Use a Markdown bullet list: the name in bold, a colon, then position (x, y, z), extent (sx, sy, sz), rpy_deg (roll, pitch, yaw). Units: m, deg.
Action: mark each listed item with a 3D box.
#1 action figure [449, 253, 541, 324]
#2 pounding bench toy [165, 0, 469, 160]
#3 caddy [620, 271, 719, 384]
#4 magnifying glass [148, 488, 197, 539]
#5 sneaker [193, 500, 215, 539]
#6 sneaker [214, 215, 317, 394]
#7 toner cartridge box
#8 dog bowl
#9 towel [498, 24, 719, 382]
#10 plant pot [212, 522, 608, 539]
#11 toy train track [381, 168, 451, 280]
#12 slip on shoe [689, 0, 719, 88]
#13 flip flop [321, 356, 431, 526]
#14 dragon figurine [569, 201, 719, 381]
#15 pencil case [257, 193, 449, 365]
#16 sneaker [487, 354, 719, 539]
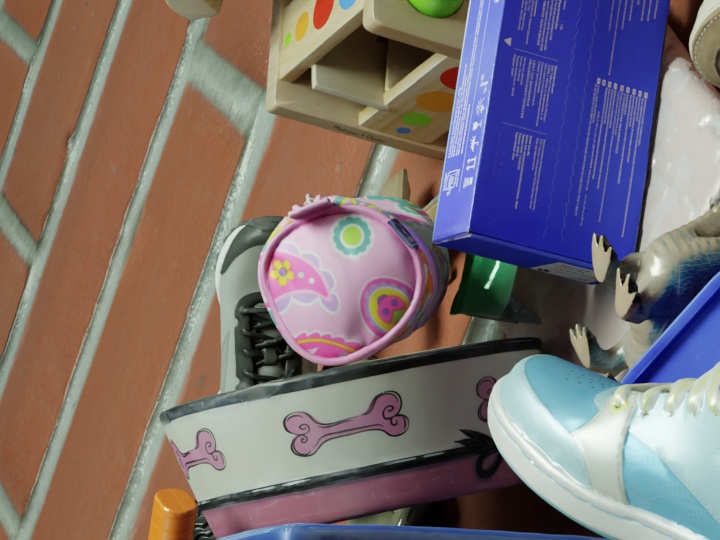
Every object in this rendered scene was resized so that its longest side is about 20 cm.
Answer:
- **action figure**: position (0.085, -0.072, 1.223), extent (0.118, 0.055, 0.200), rpy_deg (-176, 95, -76)
- **pounding bench toy**: position (0.005, -0.169, 1.350), extent (0.156, 0.200, 0.124), rpy_deg (-33, 48, 57)
- **caddy**: position (0.193, 0.068, 0.950), extent (0.200, 0.105, 0.141), rpy_deg (-53, 57, 40)
- **magnifying glass**: position (-0.103, 0.202, 1.147), extent (0.080, 0.022, 0.200), rpy_deg (-137, 50, -57)
- **sneaker**: position (-0.045, 0.226, 1.423), extent (0.070, 0.090, 0.200), rpy_deg (-33, 51, -8)
- **sneaker**: position (-0.054, 0.057, 1.436), extent (0.079, 0.074, 0.200), rpy_deg (-102, 14, -59)
- **toner cartridge box**: position (0.100, -0.100, 1.164), extent (0.043, 0.095, 0.200), rpy_deg (-14, 64, 64)
- **dog bowl**: position (0.001, 0.089, 1.188), extent (0.200, 0.200, 0.074), rpy_deg (-22, 78, 60)
- **towel**: position (0.131, -0.028, 1.210), extent (0.191, 0.032, 0.200), rpy_deg (-65, 26, 24)
- **plant pot**: position (0.009, 0.225, 1.150), extent (0.200, 0.200, 0.180), rpy_deg (-24, 63, 61)
- **toy train track**: position (0.053, -0.025, 1.380), extent (0.200, 0.033, 0.115), rpy_deg (-39, 36, 44)
- **slip on shoe**: position (0.216, -0.103, 1.027), extent (0.200, 0.076, 0.061), rpy_deg (-15, 57, 54)
- **flip flop**: position (-0.005, 0.111, 1.389), extent (0.081, 0.058, 0.200), rpy_deg (-61, 27, 25)
- **dragon figurine**: position (0.157, 0.028, 1.093), extent (0.059, 0.099, 0.200), rpy_deg (-118, 29, -53)
- **pencil case**: position (0.000, 0.000, 1.194), extent (0.200, 0.087, 0.087), rpy_deg (-11, -63, -83)
- **sneaker**: position (0.140, 0.048, 0.869), extent (0.200, 0.080, 0.131), rpy_deg (29, 119, 34)
